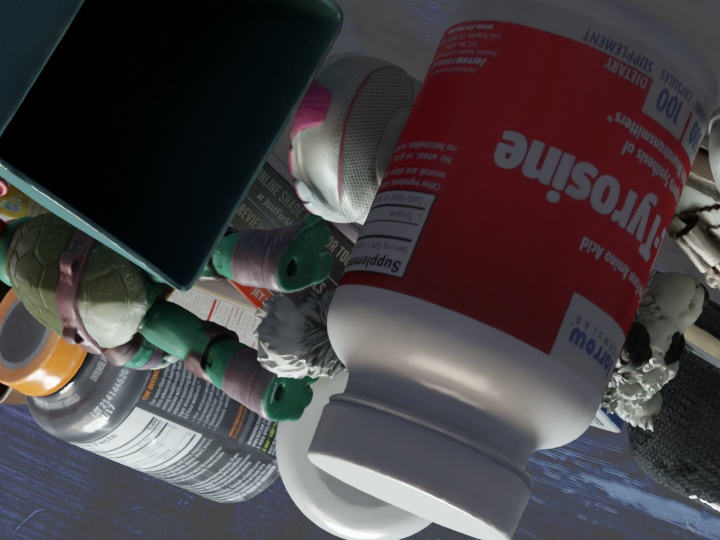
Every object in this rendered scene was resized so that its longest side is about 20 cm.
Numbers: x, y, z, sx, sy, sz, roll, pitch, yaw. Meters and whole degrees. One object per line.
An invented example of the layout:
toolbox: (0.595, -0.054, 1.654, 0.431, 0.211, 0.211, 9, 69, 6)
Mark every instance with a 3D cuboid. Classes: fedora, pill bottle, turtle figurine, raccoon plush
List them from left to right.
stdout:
turtle figurine: (-0.111, -0.001, 0.910, 0.199, 0.101, 0.151, 19, 131, 28)
pill bottle: (-0.135, 0.068, 1.173, 0.106, 0.107, 0.199, 11, 166, 45)
pill bottle: (0.015, 0.093, 1.163, 0.112, 0.113, 0.200, 22, -173, 4)
raccoon plush: (0.059, 0.023, 0.863, 0.198, 0.098, 0.134, -1, 156, 9)
pill bottle: (0.055, -0.004, 0.735, 0.111, 0.201, 0.112, 22, 169, 5)
fedora: (0.192, 0.077, 0.965, 0.200, 0.092, 0.201, 30, -175, -3)

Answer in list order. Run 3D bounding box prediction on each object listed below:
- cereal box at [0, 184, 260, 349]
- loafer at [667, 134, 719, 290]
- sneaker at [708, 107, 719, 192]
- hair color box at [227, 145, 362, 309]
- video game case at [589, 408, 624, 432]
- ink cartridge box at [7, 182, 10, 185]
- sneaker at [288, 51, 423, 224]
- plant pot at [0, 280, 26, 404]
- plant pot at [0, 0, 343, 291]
cereal box: (-0.116, 0.000, 1.103, 0.199, 0.040, 0.144, 20, -170, -6)
loafer: (0.195, 0.004, 0.838, 0.199, 0.063, 0.072, 28, 168, -20)
sneaker: (0.195, 0.013, 0.751, 0.074, 0.082, 0.200, -9, 132, 39)
hair color box: (0.000, 0.000, 1.014, 0.111, 0.064, 0.200, 44, -169, 28)
video game case: (0.073, 0.035, 1.253, 0.180, 0.046, 0.200, 16, 166, 28)
ink cartridge box: (-0.258, -0.116, 1.125, 0.143, 0.084, 0.200, 24, 168, 0)
sneaker: (0.046, -0.045, 0.896, 0.088, 0.082, 0.199, 11, 171, 40)
plant pot: (-0.139, 0.014, 1.312, 0.198, 0.189, 0.187, 11, 173, -20)
plant pot: (-0.143, -0.111, 0.821, 0.199, 0.142, 0.141, 25, 171, 37)
